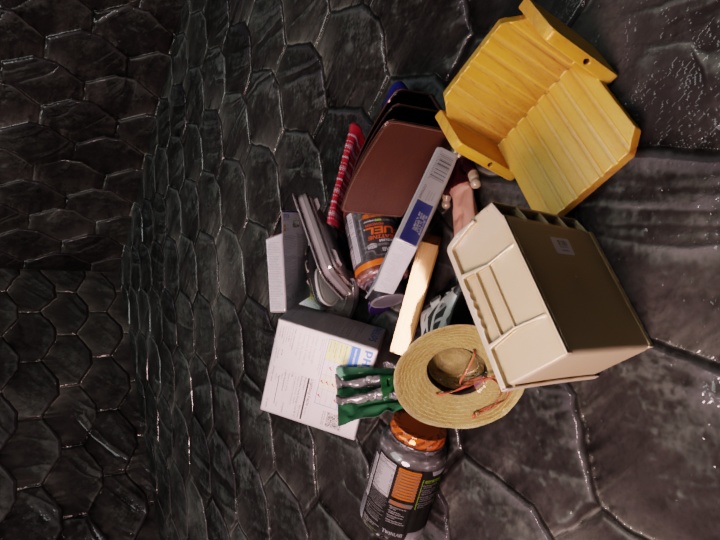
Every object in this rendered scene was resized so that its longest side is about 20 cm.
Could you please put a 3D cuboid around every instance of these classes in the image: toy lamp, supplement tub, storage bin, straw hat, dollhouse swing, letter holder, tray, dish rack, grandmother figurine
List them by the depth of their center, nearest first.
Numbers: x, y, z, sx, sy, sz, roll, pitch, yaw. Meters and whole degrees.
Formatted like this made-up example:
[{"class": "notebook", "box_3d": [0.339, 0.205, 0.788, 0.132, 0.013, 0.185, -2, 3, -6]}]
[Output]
[{"class": "storage bin", "box_3d": [0.229, 0.029, 0.634, 0.094, 0.199, 0.200, -43, 54, 42]}, {"class": "dollhouse swing", "box_3d": [0.229, -0.199, 0.692, 0.200, 0.181, 0.177, -47, 31, 41]}, {"class": "straw hat", "box_3d": [0.146, 0.145, 0.797, 0.085, 0.199, 0.202, -91, 21, -63]}, {"class": "grandmother figurine", "box_3d": [0.168, -0.135, 0.855, 0.121, 0.060, 0.202, -24, 66, 60]}, {"class": "letter holder", "box_3d": [0.041, -0.198, 0.881, 0.200, 0.141, 0.101, -57, 44, 44]}, {"class": "supplement tub", "box_3d": [0.078, 0.351, 0.890, 0.122, 0.122, 0.202, 33, 113, 50]}, {"class": "tray", "box_3d": [0.099, 0.040, 0.908, 0.037, 0.099, 0.202, 17, 105, 8]}, {"class": "supplement tub", "box_3d": [0.033, -0.033, 0.991, 0.107, 0.106, 0.202, -36, 59, 47]}, {"class": "dish rack", "box_3d": [-0.066, -0.053, 1.024, 0.043, 0.172, 0.201, -22, 66, 5]}, {"class": "toy lamp", "box_3d": [0.000, 0.000, 1.079, 0.058, 0.058, 0.201, -59, 44, 33]}]

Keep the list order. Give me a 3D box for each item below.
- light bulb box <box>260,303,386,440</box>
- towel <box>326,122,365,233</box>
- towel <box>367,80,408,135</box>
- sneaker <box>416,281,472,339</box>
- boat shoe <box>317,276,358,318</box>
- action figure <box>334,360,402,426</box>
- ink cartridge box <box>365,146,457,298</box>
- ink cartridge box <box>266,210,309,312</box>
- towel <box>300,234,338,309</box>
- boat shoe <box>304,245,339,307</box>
[{"class": "light bulb box", "box_3d": [-0.071, 0.196, 1.026, 0.198, 0.125, 0.200, 16, 104, 8]}, {"class": "towel", "box_3d": [-0.023, -0.181, 1.038, 0.022, 0.145, 0.202, 13, 88, 10]}, {"class": "towel", "box_3d": [0.089, -0.242, 0.985, 0.148, 0.049, 0.201, -59, 44, 44]}, {"class": "sneaker", "box_3d": [0.142, 0.065, 0.860, 0.089, 0.074, 0.201, 46, 123, 43]}, {"class": "boat shoe", "box_3d": [-0.065, 0.098, 1.129, 0.071, 0.070, 0.201, 30, 107, 23]}, {"class": "action figure", "box_3d": [0.055, 0.201, 0.896, 0.055, 0.198, 0.119, 84, 179, -48]}, {"class": "ink cartridge box", "box_3d": [0.081, -0.064, 0.836, 0.200, 0.040, 0.201, 113, -177, -60]}, {"class": "ink cartridge box", "box_3d": [-0.152, -0.026, 1.100, 0.196, 0.043, 0.202, -31, -61, -80]}, {"class": "towel", "box_3d": [-0.116, 0.003, 1.249, 0.171, 0.048, 0.202, -4, 84, 55]}, {"class": "boat shoe", "box_3d": [-0.085, 0.007, 1.108, 0.060, 0.075, 0.201, -35, 34, 28]}]
